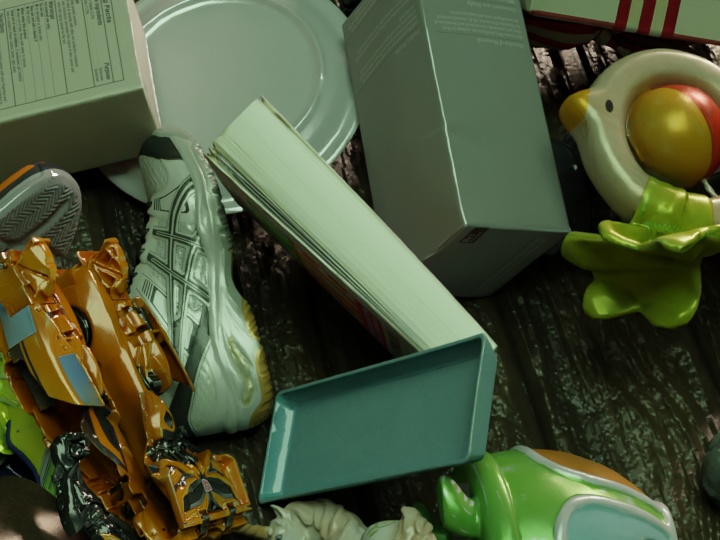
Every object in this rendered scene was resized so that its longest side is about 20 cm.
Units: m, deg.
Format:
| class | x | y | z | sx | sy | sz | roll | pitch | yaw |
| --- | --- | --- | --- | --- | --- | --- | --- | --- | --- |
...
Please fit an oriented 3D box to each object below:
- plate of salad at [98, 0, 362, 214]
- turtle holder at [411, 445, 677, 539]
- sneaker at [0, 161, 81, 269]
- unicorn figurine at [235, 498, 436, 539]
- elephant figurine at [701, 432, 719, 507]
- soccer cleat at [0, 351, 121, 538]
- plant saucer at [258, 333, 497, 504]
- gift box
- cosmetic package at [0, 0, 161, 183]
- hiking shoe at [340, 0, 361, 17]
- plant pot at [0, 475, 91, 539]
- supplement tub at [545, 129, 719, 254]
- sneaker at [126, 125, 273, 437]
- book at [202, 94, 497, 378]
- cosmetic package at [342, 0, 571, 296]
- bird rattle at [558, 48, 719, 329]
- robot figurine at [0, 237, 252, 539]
| class | x | y | z | sx | sy | sz | roll | pitch | yaw |
| --- | --- | --- | --- | --- | --- | --- | --- | --- | --- |
| plate of salad | -0.092 | -0.118 | 1.170 | 0.198 | 0.048 | 0.202 | -3 | 60 | 5 |
| turtle holder | 0.105 | 0.185 | 0.924 | 0.130 | 0.141 | 0.187 | -3 | 54 | -9 |
| sneaker | -0.256 | -0.004 | 1.016 | 0.200 | 0.078 | 0.112 | -48 | 56 | 4 |
| unicorn figurine | -0.001 | 0.178 | 0.936 | 0.073 | 0.200 | 0.139 | 6 | 66 | -34 |
| elephant figurine | 0.274 | 0.078 | 0.978 | 0.154 | 0.201 | 0.142 | 32 | 58 | 15 |
| soccer cleat | -0.194 | 0.074 | 1.017 | 0.083 | 0.065 | 0.201 | -17 | 59 | -12 |
| plant saucer | 0.007 | 0.087 | 0.962 | 0.019 | 0.199 | 0.071 | 23 | 65 | -31 |
| gift box | 0.187 | -0.237 | 1.183 | 0.183 | 0.189 | 0.200 | 9 | 10 | -6 |
| cosmetic package | -0.234 | -0.112 | 1.113 | 0.198 | 0.073 | 0.104 | -12 | 58 | -1 |
| hiking shoe | 0.036 | -0.262 | 1.196 | 0.075 | 0.200 | 0.101 | 11 | 47 | -34 |
| plant pot | -0.230 | 0.197 | 0.876 | 0.186 | 0.188 | 0.200 | 36 | 46 | 18 |
| supplement tub | 0.204 | -0.068 | 1.130 | 0.198 | 0.107 | 0.108 | -15 | 58 | -15 |
| sneaker | -0.117 | 0.005 | 1.052 | 0.087 | 0.076 | 0.202 | -14 | 68 | -9 |
| book | 0.000 | 0.000 | 1.028 | 0.048 | 0.134 | 0.200 | -44 | 77 | -8 |
| cosmetic package | 0.057 | -0.093 | 1.101 | 0.089 | 0.107 | 0.202 | 0 | 69 | -29 |
| bird rattle | 0.206 | -0.063 | 1.027 | 0.199 | 0.113 | 0.164 | -27 | 78 | -20 |
| robot figurine | -0.129 | 0.079 | 0.943 | 0.058 | 0.145 | 0.201 | -35 | 77 | 22 |
